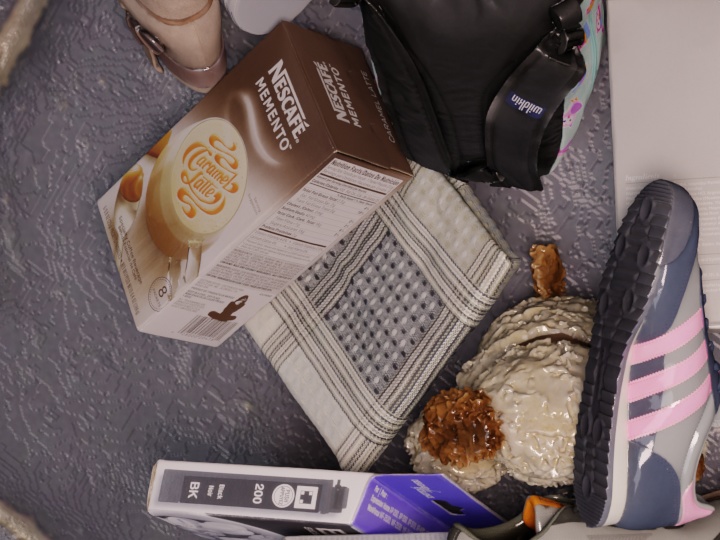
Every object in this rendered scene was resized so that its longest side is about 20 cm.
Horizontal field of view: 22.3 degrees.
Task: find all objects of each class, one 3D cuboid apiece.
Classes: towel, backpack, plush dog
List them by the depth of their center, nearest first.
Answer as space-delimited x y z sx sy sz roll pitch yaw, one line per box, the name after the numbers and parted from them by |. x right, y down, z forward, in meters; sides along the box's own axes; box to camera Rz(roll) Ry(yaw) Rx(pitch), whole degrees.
0.079 -0.139 1.086 0.166 0.127 0.200 20 152 22 | backpack
0.125 0.078 1.140 0.199 0.172 0.161 0 104 2 | plush dog
0.000 0.000 1.199 0.193 0.034 0.200 -55 47 24 | towel

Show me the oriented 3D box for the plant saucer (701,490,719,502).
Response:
0.274 0.233 1.226 0.199 0.037 0.201 6 108 18 | plant saucer

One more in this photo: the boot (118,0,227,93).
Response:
-0.152 -0.207 1.219 0.070 0.200 0.147 -27 132 -9 | boot

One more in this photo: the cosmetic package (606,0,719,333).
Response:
0.199 -0.063 1.099 0.090 0.107 0.201 0 88 19 | cosmetic package

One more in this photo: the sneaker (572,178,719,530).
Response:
0.175 0.049 1.030 0.082 0.070 0.201 6 104 -15 | sneaker

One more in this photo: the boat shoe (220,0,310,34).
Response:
-0.020 -0.242 1.172 0.200 0.071 0.070 -45 52 12 | boat shoe

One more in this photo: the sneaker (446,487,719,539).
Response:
0.144 0.166 1.100 0.199 0.074 0.080 -13 98 -12 | sneaker

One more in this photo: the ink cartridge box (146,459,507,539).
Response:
-0.011 0.169 1.222 0.199 0.198 0.044 0 71 21 | ink cartridge box

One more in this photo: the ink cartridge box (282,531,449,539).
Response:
0.033 0.218 1.216 0.199 0.200 0.041 2 65 -11 | ink cartridge box

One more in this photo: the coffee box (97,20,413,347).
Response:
-0.073 -0.054 1.208 0.200 0.080 0.115 -41 55 28 | coffee box
